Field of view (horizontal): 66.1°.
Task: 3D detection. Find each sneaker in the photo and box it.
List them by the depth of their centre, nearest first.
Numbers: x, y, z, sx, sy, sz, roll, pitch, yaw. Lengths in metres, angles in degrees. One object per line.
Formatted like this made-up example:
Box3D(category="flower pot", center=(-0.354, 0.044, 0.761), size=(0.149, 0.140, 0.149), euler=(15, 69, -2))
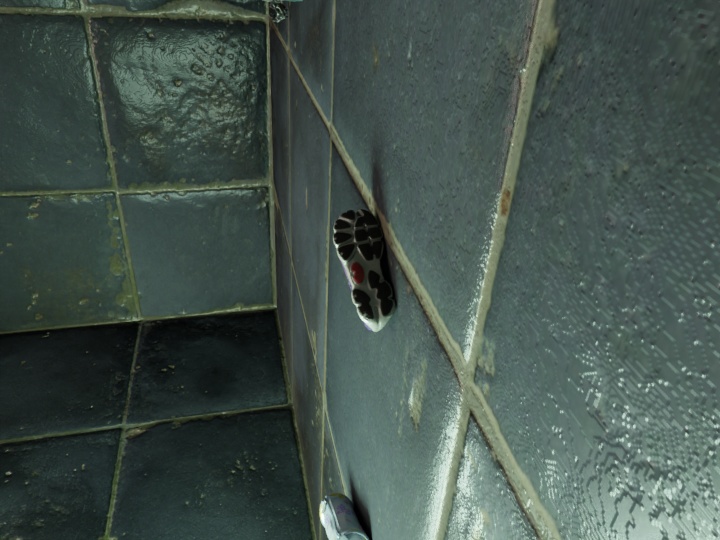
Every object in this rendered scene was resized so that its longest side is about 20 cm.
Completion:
Box3D(category="sneaker", center=(0.000, 0.000, 0.881), size=(0.084, 0.078, 0.205), euler=(103, 159, -68))

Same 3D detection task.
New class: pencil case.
Box3D(category="pencil case", center=(-0.036, 0.558, 1.193), size=(0.093, 0.082, 0.200), euler=(65, 169, -8))

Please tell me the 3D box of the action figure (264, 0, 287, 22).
Box3D(category="action figure", center=(-0.265, -0.879, 1.721), size=(0.201, 0.099, 0.122), euler=(111, 163, -65))
